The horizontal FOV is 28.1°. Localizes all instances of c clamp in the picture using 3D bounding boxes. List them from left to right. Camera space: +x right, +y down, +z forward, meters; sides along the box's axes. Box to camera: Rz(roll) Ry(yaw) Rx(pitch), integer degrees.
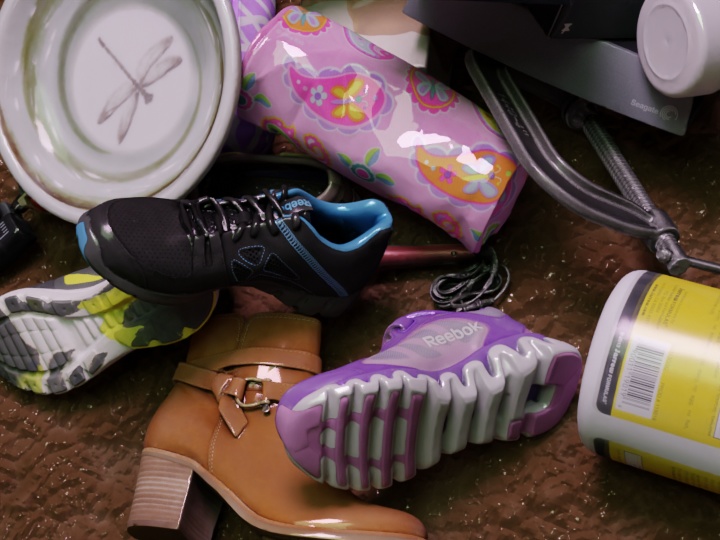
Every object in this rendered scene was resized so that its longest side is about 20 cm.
[{"bbox_3d":[0.147,-0.069,0.917,0.027,0.170,0.200,-54,43,29],"label":"c clamp"}]

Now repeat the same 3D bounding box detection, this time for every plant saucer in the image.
[{"bbox_3d":[-0.156,-0.128,0.951,0.199,0.050,0.201,0,89,25],"label":"plant saucer"}]

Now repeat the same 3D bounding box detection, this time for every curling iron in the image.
[{"bbox_3d":[0.000,0.000,0.959,0.199,0.026,0.050,5,60,18],"label":"curling iron"}]

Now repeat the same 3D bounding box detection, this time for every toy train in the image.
[{"bbox_3d":[-0.211,-0.066,1.016,0.200,0.034,0.046,-43,61,13],"label":"toy train"}]

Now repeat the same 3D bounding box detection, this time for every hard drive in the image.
[{"bbox_3d":[0.142,-0.169,0.951,0.199,0.042,0.135,26,42,12],"label":"hard drive"}]

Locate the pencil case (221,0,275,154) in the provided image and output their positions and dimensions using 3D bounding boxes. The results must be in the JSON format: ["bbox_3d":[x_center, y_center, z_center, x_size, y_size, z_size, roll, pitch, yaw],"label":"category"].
[{"bbox_3d":[-0.098,-0.176,1.045,0.084,0.086,0.201,7,63,-21],"label":"pencil case"}]

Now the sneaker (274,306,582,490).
[{"bbox_3d":[0.032,0.066,0.862,0.199,0.081,0.089,-11,40,-30],"label":"sneaker"}]

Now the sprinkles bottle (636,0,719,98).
[{"bbox_3d":[0.269,-0.152,0.884,0.199,0.068,0.068,-11,57,-22],"label":"sprinkles bottle"}]

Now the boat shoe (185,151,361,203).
[{"bbox_3d":[-0.100,-0.049,0.993,0.199,0.060,0.072,1,65,16],"label":"boat shoe"}]

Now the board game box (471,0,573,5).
[{"bbox_3d":[0.086,-0.244,0.859,0.135,0.035,0.201,7,58,25],"label":"board game box"}]

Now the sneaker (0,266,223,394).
[{"bbox_3d":[-0.167,0.028,0.973,0.199,0.085,0.075,-14,103,26],"label":"sneaker"}]

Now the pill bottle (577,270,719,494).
[{"bbox_3d":[0.231,0.076,0.809,0.199,0.112,0.112,16,68,21],"label":"pill bottle"}]

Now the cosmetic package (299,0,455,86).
[{"bbox_3d":[0.018,-0.207,1.038,0.105,0.071,0.201,-1,63,15],"label":"cosmetic package"}]

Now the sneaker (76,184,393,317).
[{"bbox_3d":[-0.073,-0.025,0.876,0.199,0.082,0.073,4,52,-33],"label":"sneaker"}]

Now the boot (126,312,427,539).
[{"bbox_3d":[-0.039,0.105,0.898,0.199,0.077,0.156,2,59,24],"label":"boot"}]

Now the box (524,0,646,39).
[{"bbox_3d":[0.189,-0.220,0.933,0.199,0.079,0.141,-5,48,-24],"label":"box"}]

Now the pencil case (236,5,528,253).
[{"bbox_3d":[0.013,-0.093,0.931,0.199,0.087,0.088,30,73,7],"label":"pencil case"}]
